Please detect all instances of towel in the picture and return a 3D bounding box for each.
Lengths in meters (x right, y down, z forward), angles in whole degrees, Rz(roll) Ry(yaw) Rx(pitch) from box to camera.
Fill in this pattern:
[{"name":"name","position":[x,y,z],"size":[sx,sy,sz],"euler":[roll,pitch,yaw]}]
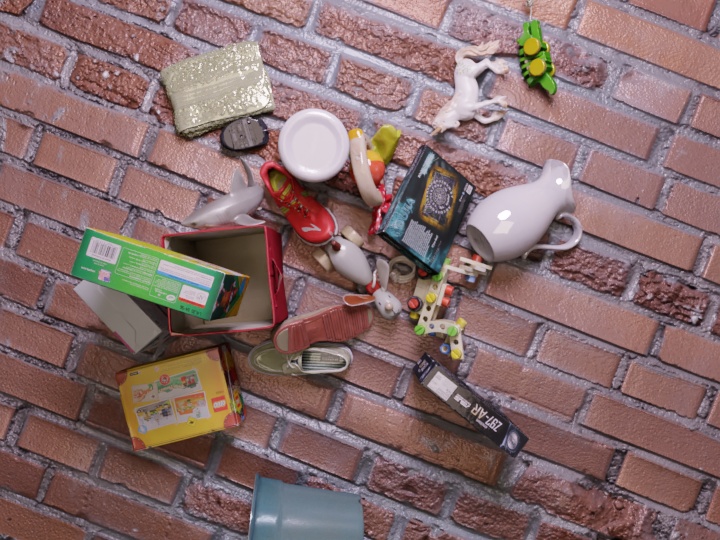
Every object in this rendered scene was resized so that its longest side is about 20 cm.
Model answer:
[{"name":"towel","position":[-0.272,-0.348,1.060],"size":[0.199,0.036,0.149],"euler":[-17,89,1]}]

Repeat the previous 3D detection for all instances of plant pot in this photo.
[{"name":"plant pot","position":[-0.101,0.472,0.989],"size":[0.195,0.200,0.201],"euler":[6,90,-7]}]

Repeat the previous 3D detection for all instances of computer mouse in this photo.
[{"name":"computer mouse","position":[-0.170,-0.272,1.065],"size":[0.199,0.034,0.059],"euler":[-14,105,-6]}]

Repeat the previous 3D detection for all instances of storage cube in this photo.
[{"name":"storage cube","position":[-0.229,0.018,0.989],"size":[0.199,0.180,0.172],"euler":[-6,90,0]}]

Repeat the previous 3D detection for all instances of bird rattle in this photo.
[{"name":"bird rattle","position":[0.013,-0.168,1.003],"size":[0.112,0.163,0.201],"euler":[-4,80,19]}]

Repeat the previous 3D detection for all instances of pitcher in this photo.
[{"name":"pitcher","position":[0.307,-0.082,1.020],"size":[0.200,0.121,0.172],"euler":[-33,103,-11]}]

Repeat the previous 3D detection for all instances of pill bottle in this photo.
[{"name":"pill bottle","position":[-0.080,-0.215,0.969],"size":[0.115,0.200,0.116],"euler":[-1,102,-4]}]

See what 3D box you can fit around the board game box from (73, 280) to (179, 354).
[{"name":"board game box","position":[-0.385,0.064,0.980],"size":[0.064,0.200,0.148],"euler":[-43,89,1]}]

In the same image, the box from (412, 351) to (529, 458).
[{"name":"box","position":[0.189,0.232,0.992],"size":[0.200,0.160,0.044],"euler":[38,89,0]}]

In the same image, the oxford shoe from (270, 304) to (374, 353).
[{"name":"oxford shoe","position":[-0.073,0.097,1.042],"size":[0.199,0.074,0.071],"euler":[-10,104,-20]}]

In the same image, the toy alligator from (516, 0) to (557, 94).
[{"name":"toy alligator","position":[0.319,-0.419,1.045],"size":[0.054,0.059,0.201],"euler":[-16,90,41]}]

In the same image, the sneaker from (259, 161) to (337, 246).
[{"name":"sneaker","position":[-0.121,-0.122,1.008],"size":[0.077,0.085,0.200],"euler":[-44,67,3]}]

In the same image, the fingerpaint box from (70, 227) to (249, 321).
[{"name":"fingerpaint box","position":[-0.282,0.009,0.817],"size":[0.199,0.167,0.074],"euler":[18,88,0]}]

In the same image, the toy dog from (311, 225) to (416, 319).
[{"name":"toy dog","position":[0.000,0.000,1.020],"size":[0.200,0.096,0.132],"euler":[27,88,6]}]

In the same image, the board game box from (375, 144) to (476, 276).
[{"name":"board game box","position":[0.122,-0.110,1.001],"size":[0.135,0.028,0.200],"euler":[36,66,-21]}]

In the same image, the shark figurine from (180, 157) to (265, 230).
[{"name":"shark figurine","position":[-0.208,-0.142,0.973],"size":[0.128,0.215,0.090],"euler":[3,119,17]}]

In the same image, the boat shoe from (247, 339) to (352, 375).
[{"name":"boat shoe","position":[-0.114,0.162,1.045],"size":[0.199,0.062,0.072],"euler":[-3,90,1]}]

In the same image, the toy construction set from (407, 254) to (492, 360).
[{"name":"toy construction set","position":[0.162,0.054,1.026],"size":[0.131,0.092,0.200],"euler":[19,82,25]}]

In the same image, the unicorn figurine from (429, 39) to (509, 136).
[{"name":"unicorn figurine","position":[0.205,-0.326,1.043],"size":[0.137,0.074,0.201],"euler":[2,76,10]}]

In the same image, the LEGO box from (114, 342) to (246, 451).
[{"name":"LEGO box","position":[-0.333,0.233,1.040],"size":[0.199,0.077,0.149],"euler":[-14,90,1]}]
